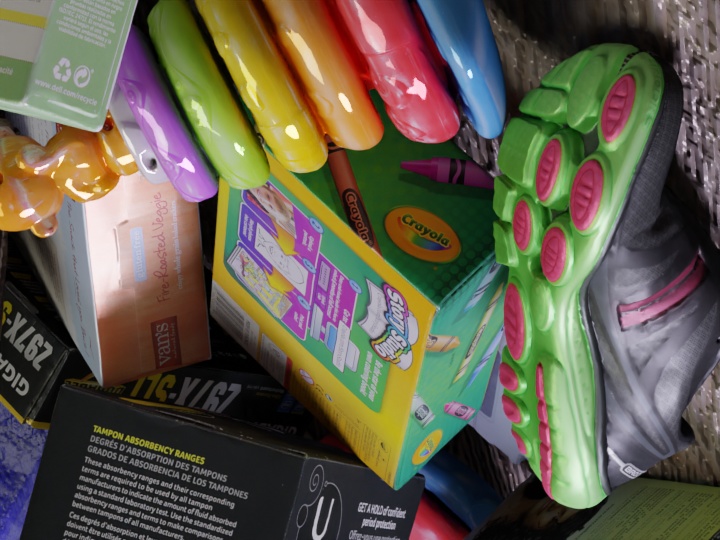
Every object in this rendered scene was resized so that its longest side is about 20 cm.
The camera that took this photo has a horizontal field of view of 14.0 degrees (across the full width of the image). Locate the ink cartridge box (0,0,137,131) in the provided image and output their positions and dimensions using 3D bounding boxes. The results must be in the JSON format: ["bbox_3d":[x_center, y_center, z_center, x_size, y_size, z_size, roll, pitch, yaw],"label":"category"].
[{"bbox_3d":[-0.126,-0.160,1.057,0.145,0.201,0.048,15,178,40],"label":"ink cartridge box"}]

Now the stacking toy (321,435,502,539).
[{"bbox_3d":[-0.021,0.169,1.414,0.110,0.200,0.116,34,167,36],"label":"stacking toy"}]

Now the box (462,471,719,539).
[{"bbox_3d":[0.115,0.131,1.283,0.050,0.075,0.200,54,158,-16],"label":"box"}]

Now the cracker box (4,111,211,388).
[{"bbox_3d":[-0.130,-0.057,1.342,0.200,0.057,0.135,-127,29,-51],"label":"cracker box"}]

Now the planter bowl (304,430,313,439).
[{"bbox_3d":[-0.127,0.108,1.577,0.135,0.200,0.200,59,159,-5],"label":"planter bowl"}]

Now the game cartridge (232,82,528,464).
[{"bbox_3d":[0.022,-0.006,1.284,0.200,0.041,0.133,42,162,18],"label":"game cartridge"}]

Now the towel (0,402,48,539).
[{"bbox_3d":[-0.167,0.112,1.467,0.200,0.148,0.050,37,-160,13],"label":"towel"}]

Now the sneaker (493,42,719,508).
[{"bbox_3d":[0.098,-0.003,1.091,0.077,0.083,0.201,-126,28,-44],"label":"sneaker"}]

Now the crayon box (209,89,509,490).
[{"bbox_3d":[0.000,0.000,1.207,0.119,0.058,0.200,43,159,14],"label":"crayon box"}]

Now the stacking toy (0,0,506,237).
[{"bbox_3d":[-0.052,-0.066,1.061,0.116,0.199,0.110,63,-179,13],"label":"stacking toy"}]

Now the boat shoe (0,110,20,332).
[{"bbox_3d":[-0.188,-0.051,1.310,0.072,0.072,0.201,138,133,-55],"label":"boat shoe"}]

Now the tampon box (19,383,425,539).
[{"bbox_3d":[-0.076,0.166,1.303,0.126,0.201,0.150,15,178,23],"label":"tampon box"}]

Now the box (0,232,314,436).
[{"bbox_3d":[-0.130,0.022,1.445,0.160,0.049,0.200,40,-163,34],"label":"box"}]
